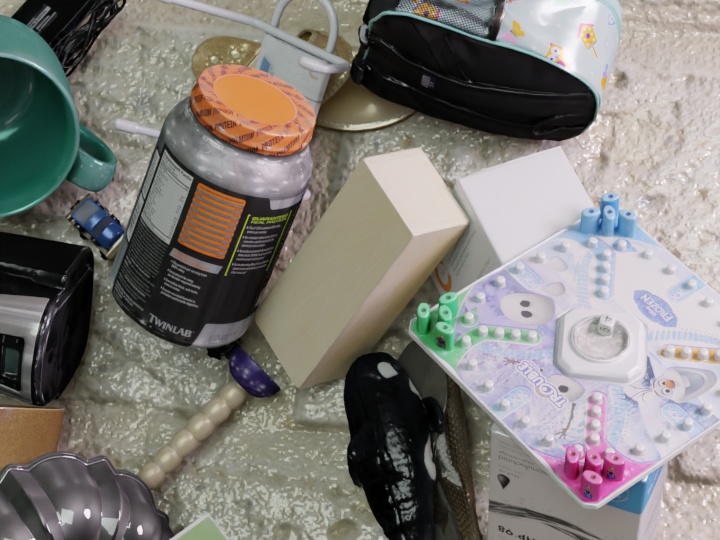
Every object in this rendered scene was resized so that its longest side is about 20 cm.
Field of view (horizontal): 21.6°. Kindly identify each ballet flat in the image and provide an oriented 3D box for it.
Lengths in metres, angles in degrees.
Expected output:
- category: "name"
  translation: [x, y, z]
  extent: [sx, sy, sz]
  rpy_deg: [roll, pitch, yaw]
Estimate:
- category: "ballet flat"
  translation: [0.065, 0.150, 1.482]
  extent: [0.067, 0.046, 0.202]
  rpy_deg: [-29, 59, 37]

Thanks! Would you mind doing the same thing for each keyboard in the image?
- category: "keyboard"
  translation: [-0.272, -0.206, 1.675]
  extent: [0.200, 0.040, 0.104]
  rpy_deg: [-49, 47, -4]

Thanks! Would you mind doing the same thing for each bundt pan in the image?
- category: "bundt pan"
  translation: [-0.221, 0.244, 1.425]
  extent: [0.202, 0.202, 0.076]
  rpy_deg: [-51, 30, -7]

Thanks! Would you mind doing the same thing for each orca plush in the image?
- category: "orca plush"
  translation: [0.008, 0.154, 1.453]
  extent: [0.105, 0.071, 0.202]
  rpy_deg: [-14, 69, 44]

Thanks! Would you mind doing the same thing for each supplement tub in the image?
- category: "supplement tub"
  translation: [-0.112, -0.050, 1.465]
  extent: [0.122, 0.122, 0.201]
  rpy_deg: [37, 122, 20]

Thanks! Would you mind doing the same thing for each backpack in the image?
- category: "backpack"
  translation: [0.110, -0.192, 1.508]
  extent: [0.199, 0.176, 0.154]
  rpy_deg: [24, 71, 3]

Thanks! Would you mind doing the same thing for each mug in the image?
- category: "mug"
  translation: [-0.309, -0.125, 1.575]
  extent: [0.151, 0.186, 0.115]
  rpy_deg: [-29, 37, 0]

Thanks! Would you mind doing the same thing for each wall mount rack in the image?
- category: "wall mount rack"
  translation: [-0.103, -0.145, 1.548]
  extent: [0.173, 0.074, 0.201]
  rpy_deg: [26, 110, 23]

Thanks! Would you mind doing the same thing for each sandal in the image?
- category: "sandal"
  translation: [-0.049, -0.169, 1.589]
  extent: [0.210, 0.070, 0.078]
  rpy_deg: [9, 75, 14]

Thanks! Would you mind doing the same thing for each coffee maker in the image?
- category: "coffee maker"
  translation: [-0.321, 0.013, 1.544]
  extent: [0.198, 0.135, 0.193]
  rpy_deg: [12, 50, 3]

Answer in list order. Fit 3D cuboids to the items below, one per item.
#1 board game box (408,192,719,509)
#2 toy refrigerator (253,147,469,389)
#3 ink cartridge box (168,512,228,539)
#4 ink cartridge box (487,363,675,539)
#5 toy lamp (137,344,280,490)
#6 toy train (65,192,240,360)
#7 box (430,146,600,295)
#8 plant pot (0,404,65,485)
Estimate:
- category: "board game box"
  translation: [0.168, 0.047, 1.319]
  extent: [0.199, 0.026, 0.200]
  rpy_deg: [-30, 55, -24]
- category: "toy refrigerator"
  translation: [0.000, 0.000, 1.466]
  extent: [0.076, 0.070, 0.200]
  rpy_deg: [56, 134, 22]
- category: "ink cartridge box"
  translation: [-0.116, 0.287, 1.411]
  extent: [0.145, 0.048, 0.201]
  rpy_deg: [-35, 108, -1]
- category: "ink cartridge box"
  translation: [0.156, 0.168, 1.366]
  extent: [0.115, 0.201, 0.067]
  rpy_deg: [17, 52, 17]
- category: "toy lamp"
  translation: [-0.151, 0.148, 1.517]
  extent: [0.058, 0.058, 0.200]
  rpy_deg: [42, 86, 20]
- category: "toy train"
  translation: [-0.176, 0.003, 1.574]
  extent: [0.200, 0.046, 0.034]
  rpy_deg: [41, 84, 20]
- category: "box"
  translation: [0.141, 0.029, 1.445]
  extent: [0.097, 0.125, 0.201]
  rpy_deg: [-18, 68, -21]
- category: "plant pot"
  translation: [-0.332, 0.204, 1.488]
  extent: [0.185, 0.186, 0.202]
  rpy_deg: [2, 87, 12]
